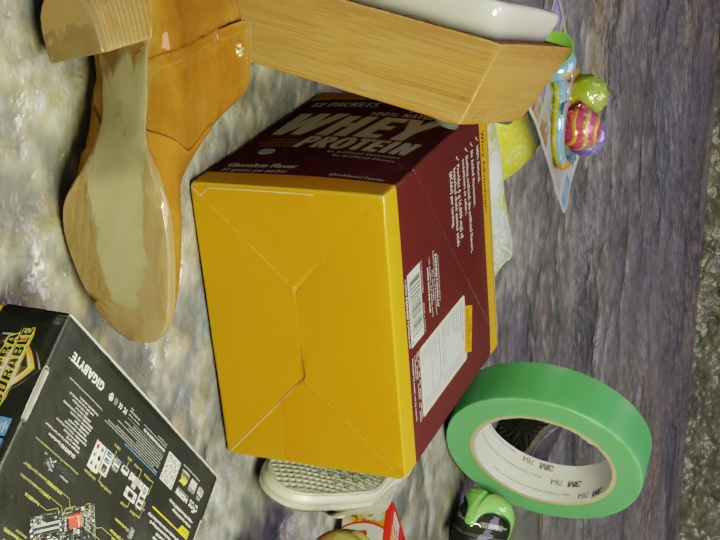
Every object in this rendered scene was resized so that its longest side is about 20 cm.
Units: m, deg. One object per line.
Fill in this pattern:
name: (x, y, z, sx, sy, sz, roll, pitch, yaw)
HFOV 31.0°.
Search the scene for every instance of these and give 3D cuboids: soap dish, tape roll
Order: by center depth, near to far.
soap dish: (0.019, -0.153, 0.839, 0.157, 0.199, 0.082, -19, 126, -65)
tape roll: (0.187, 0.172, 1.295, 0.201, 0.200, 0.048, 71, 34, -44)

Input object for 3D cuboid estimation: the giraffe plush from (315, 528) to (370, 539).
giraffe plush: (0.008, 0.283, 0.875, 0.162, 0.199, 0.173, 53, 45, -47)

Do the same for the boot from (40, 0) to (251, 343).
boot: (-0.101, -0.076, 0.717, 0.144, 0.070, 0.202, -37, 124, -57)

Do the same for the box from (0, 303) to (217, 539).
box: (-0.154, 0.135, 0.672, 0.200, 0.049, 0.160, 61, 43, -54)

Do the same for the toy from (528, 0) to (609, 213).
toy: (0.195, -0.144, 1.162, 0.200, 0.047, 0.116, 51, 50, -58)

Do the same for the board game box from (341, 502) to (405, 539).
board game box: (0.011, 0.314, 1.051, 0.152, 0.046, 0.201, 73, 18, -45)

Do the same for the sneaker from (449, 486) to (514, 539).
sneaker: (0.126, 0.313, 1.372, 0.084, 0.077, 0.201, -46, 136, -30)

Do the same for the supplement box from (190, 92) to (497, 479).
supplement box: (0.000, 0.000, 0.898, 0.200, 0.132, 0.198, -45, 135, -57)

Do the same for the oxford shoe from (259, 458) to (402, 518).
oxford shoe: (-0.018, 0.163, 0.986, 0.058, 0.075, 0.200, -59, 160, 12)

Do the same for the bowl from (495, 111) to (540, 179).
bowl: (0.135, -0.168, 1.217, 0.200, 0.107, 0.201, 6, 90, -68)

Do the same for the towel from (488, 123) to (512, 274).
towel: (0.064, -0.033, 1.110, 0.200, 0.048, 0.172, -46, 139, -37)

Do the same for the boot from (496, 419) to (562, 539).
boot: (0.198, 0.266, 1.513, 0.182, 0.072, 0.201, -36, 122, -43)
